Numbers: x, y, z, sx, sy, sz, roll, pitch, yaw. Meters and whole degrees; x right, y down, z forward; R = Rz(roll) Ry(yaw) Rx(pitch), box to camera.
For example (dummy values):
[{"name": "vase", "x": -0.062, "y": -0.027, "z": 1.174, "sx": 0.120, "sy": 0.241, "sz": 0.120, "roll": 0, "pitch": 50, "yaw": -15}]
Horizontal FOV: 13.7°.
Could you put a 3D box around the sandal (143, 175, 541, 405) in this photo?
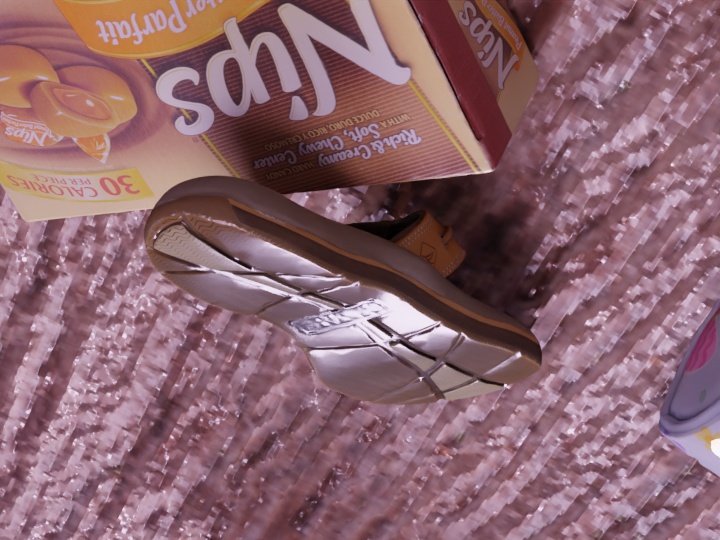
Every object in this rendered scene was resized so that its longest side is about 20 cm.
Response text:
[{"name": "sandal", "x": 0.000, "y": 0.000, "z": 1.049, "sx": 0.080, "sy": 0.054, "sz": 0.200, "roll": -12, "pitch": 152, "yaw": 33}]

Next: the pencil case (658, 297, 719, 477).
[{"name": "pencil case", "x": 0.200, "y": 0.074, "z": 1.026, "sx": 0.200, "sy": 0.083, "sz": 0.091, "roll": 35, "pitch": 119, "yaw": -11}]

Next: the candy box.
[{"name": "candy box", "x": -0.053, "y": -0.083, "z": 1.016, "sx": 0.199, "sy": 0.055, "sz": 0.116, "roll": -6, "pitch": 130, "yaw": 31}]
